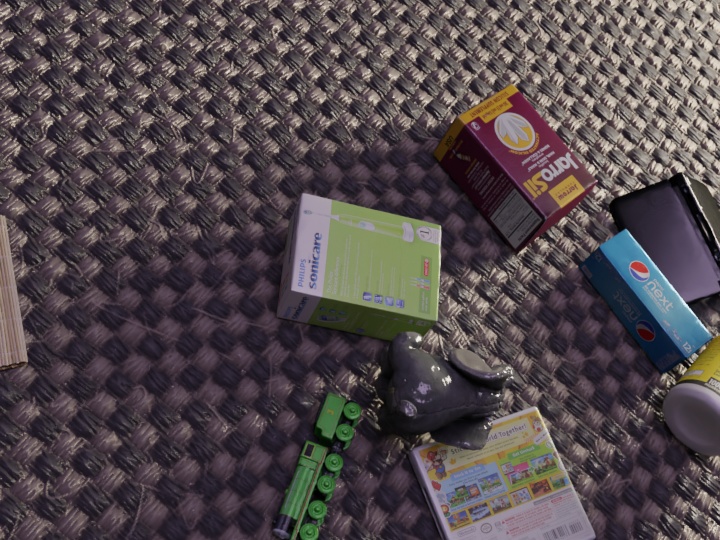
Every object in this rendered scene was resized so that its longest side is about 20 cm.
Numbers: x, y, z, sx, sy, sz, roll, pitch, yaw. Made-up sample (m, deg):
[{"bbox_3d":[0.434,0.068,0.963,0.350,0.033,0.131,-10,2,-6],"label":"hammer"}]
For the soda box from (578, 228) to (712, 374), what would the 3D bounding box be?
[{"bbox_3d":[0.415,0.045,1.418,0.067,0.064,0.201,-28,75,-30],"label":"soda box"}]

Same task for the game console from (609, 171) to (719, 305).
[{"bbox_3d":[0.508,-0.038,1.524,0.175,0.116,0.203,9,56,-51],"label":"game console"}]

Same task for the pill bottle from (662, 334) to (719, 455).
[{"bbox_3d":[0.522,0.157,1.367,0.113,0.113,0.199,46,58,8],"label":"pill bottle"}]

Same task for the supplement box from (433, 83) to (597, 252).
[{"bbox_3d":[0.226,-0.152,1.432,0.130,0.103,0.201,-34,78,-32],"label":"supplement box"}]

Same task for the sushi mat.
[{"bbox_3d":[-0.454,0.026,1.143,0.094,0.012,0.203,-7,66,-24],"label":"sushi mat"}]

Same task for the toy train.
[{"bbox_3d":[-0.051,0.238,1.161,0.056,0.042,0.202,20,58,3],"label":"toy train"}]

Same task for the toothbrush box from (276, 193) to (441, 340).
[{"bbox_3d":[0.000,0.000,1.278,0.197,0.086,0.148,12,60,-14],"label":"toothbrush box"}]

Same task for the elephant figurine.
[{"bbox_3d":[0.126,0.150,1.210,0.197,0.142,0.157,8,55,-11],"label":"elephant figurine"}]

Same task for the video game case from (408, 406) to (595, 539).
[{"bbox_3d":[0.179,0.285,1.229,0.197,0.023,0.184,-14,69,-25],"label":"video game case"}]
